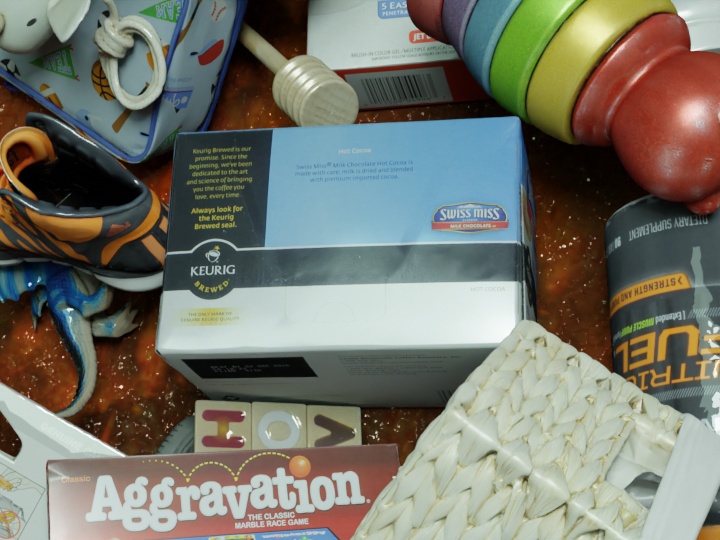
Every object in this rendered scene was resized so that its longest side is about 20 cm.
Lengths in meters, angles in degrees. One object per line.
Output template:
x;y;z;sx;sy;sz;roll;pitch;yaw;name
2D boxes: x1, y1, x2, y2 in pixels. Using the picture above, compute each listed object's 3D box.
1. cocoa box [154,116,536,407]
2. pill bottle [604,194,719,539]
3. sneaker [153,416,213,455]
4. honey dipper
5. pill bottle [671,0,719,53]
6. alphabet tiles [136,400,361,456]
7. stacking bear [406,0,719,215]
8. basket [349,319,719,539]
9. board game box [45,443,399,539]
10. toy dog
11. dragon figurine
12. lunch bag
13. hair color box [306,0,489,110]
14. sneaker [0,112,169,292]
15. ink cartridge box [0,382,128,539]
0.000;0.000;0.810;0.198;0.133;0.132;-2;71;10;cocoa box
0.190;0.064;0.766;0.105;0.106;0.202;-4;71;9;pill bottle
-0.101;0.193;0.808;0.104;0.060;0.201;24;75;9;sneaker
-0.056;-0.134;0.877;0.038;0.038;0.200;-37;37;-3;honey dipper
0.177;-0.202;0.855;0.111;0.113;0.202;-12;69;7;pill bottle
-0.045;0.172;0.791;0.166;0.008;0.202;4;68;-14;alphabet tiles
0.128;-0.115;0.753;0.113;0.122;0.200;-25;58;-35;stacking bear
0.066;0.139;0.689;0.123;0.135;0.201;38;119;9;basket
-0.070;0.151;0.779;0.198;0.019;0.104;-1;68;-16;board game box
-0.158;-0.182;0.780;0.132;0.096;0.201;37;122;14;toy dog
-0.190;0.002;0.885;0.098;0.059;0.202;2;68;14;dragon figurine
-0.172;-0.168;0.904;0.199;0.075;0.161;35;126;21;lunch bag
0.025;-0.209;0.914;0.110;0.064;0.202;-4;70;11;hair color box
-0.199;-0.051;0.815;0.198;0.112;0.078;8;67;16;sneaker
-0.248;0.143;0.826;0.199;0.045;0.177;29;85;3;ink cartridge box
